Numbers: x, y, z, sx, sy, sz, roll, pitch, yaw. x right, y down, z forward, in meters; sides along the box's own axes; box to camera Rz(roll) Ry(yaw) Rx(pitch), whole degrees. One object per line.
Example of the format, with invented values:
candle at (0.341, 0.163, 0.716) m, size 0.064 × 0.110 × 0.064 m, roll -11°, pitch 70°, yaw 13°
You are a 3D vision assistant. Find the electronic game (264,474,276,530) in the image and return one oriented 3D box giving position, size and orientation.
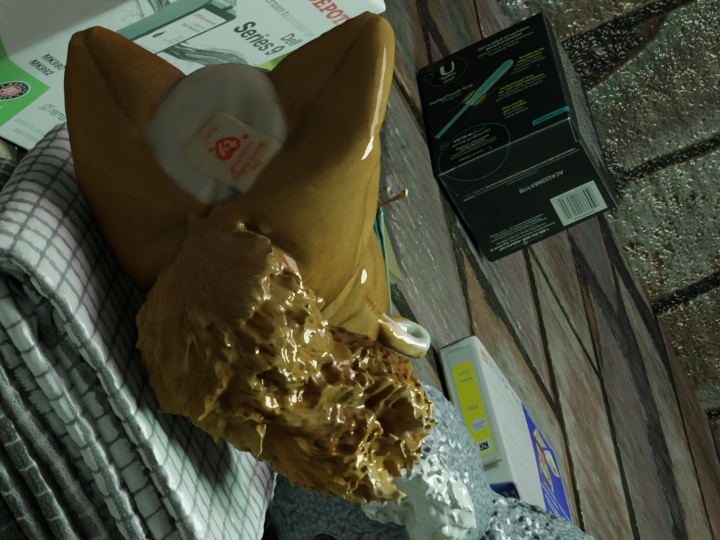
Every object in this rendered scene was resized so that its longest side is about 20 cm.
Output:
electronic game at (-0.020, 0.129, 1.406) m, size 0.200 × 0.041 × 0.201 m, roll -18°, pitch 90°, yaw -72°

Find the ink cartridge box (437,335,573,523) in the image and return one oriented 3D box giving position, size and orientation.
ink cartridge box at (0.135, 0.187, 1.987) m, size 0.198 × 0.047 × 0.201 m, roll 56°, pitch 17°, yaw -47°

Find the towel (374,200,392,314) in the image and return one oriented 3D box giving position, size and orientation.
towel at (0.000, 0.000, 1.448) m, size 0.200 × 0.022 × 0.147 m, roll -106°, pitch -169°, yaw -71°

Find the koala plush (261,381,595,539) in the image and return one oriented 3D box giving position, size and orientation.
koala plush at (0.023, 0.127, 1.148) m, size 0.177 × 0.183 × 0.201 m, roll -123°, pitch -170°, yaw -59°

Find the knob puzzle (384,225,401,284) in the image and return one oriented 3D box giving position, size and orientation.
knob puzzle at (-0.036, -0.092, 1.777) m, size 0.220 × 0.030 × 0.221 m, roll -22°, pitch 90°, yaw -78°

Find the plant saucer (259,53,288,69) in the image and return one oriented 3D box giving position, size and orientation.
plant saucer at (-0.063, -0.062, 1.301) m, size 0.200 × 0.048 × 0.201 m, roll 58°, pitch 42°, yaw -65°

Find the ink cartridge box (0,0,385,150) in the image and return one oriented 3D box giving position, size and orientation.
ink cartridge box at (-0.105, -0.141, 1.149) m, size 0.146 × 0.199 × 0.084 m, roll 28°, pitch 41°, yaw -71°

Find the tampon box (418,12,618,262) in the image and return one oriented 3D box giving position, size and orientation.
tampon box at (0.158, -0.137, 2.427) m, size 0.126 × 0.149 × 0.200 m, roll 58°, pitch 15°, yaw -35°

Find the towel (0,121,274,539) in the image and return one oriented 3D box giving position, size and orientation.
towel at (-0.119, 0.054, 1.024) m, size 0.201 × 0.085 × 0.166 m, roll 62°, pitch 11°, yaw -16°

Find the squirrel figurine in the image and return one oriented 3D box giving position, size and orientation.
squirrel figurine at (-0.036, 0.010, 1.030) m, size 0.187 × 0.141 × 0.201 m, roll 68°, pitch 16°, yaw -59°
